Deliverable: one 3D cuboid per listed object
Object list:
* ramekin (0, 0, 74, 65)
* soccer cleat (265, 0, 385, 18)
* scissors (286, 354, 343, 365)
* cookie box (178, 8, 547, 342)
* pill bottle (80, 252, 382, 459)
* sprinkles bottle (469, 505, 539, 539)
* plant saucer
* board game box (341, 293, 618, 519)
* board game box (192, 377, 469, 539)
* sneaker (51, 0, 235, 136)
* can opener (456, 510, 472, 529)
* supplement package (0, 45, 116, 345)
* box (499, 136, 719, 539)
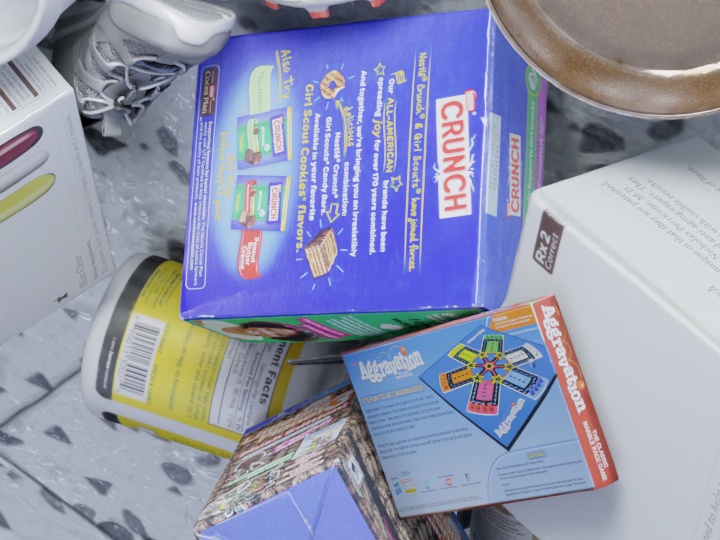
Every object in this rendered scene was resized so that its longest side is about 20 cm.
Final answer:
[{"bbox_3d":[-0.216,-0.222,1.523,0.199,0.105,0.201,24,135,27],"label":"ramekin"},{"bbox_3d":[-0.057,-0.190,1.533,0.199,0.069,0.078,8,135,27],"label":"soccer cleat"},{"bbox_3d":[0.057,0.048,1.698,0.199,0.014,0.073,0,173,-11],"label":"scissors"},{"bbox_3d":[0.002,-0.050,1.569,0.199,0.172,0.075,-2,168,32],"label":"cookie box"},{"bbox_3d":[-0.071,0.069,1.794,0.199,0.115,0.115,18,141,12],"label":"pill bottle"},{"bbox_3d":[0.103,0.144,1.726,0.068,0.068,0.201,17,141,11],"label":"sprinkles bottle"},{"bbox_3d":[0.155,-0.176,1.393,0.199,0.032,0.201,1,110,4],"label":"plant saucer"},{"bbox_3d":[0.061,0.078,1.504,0.200,0.019,0.103,-17,94,59],"label":"board game box"},{"bbox_3d":[-0.006,0.170,1.643,0.097,0.200,0.160,-27,99,12],"label":"board game box"},{"bbox_3d":[-0.128,-0.116,1.594,0.074,0.082,0.200,13,173,-21],"label":"sneaker"},{"bbox_3d":[0.071,0.125,1.816,0.063,0.079,0.200,25,153,12],"label":"can opener"},{"bbox_3d":[-0.244,-0.073,1.659,0.156,0.111,0.200,49,163,27],"label":"supplement package"},{"bbox_3d":[0.179,0.070,1.472,0.200,0.130,0.200,42,136,35],"label":"box"}]
